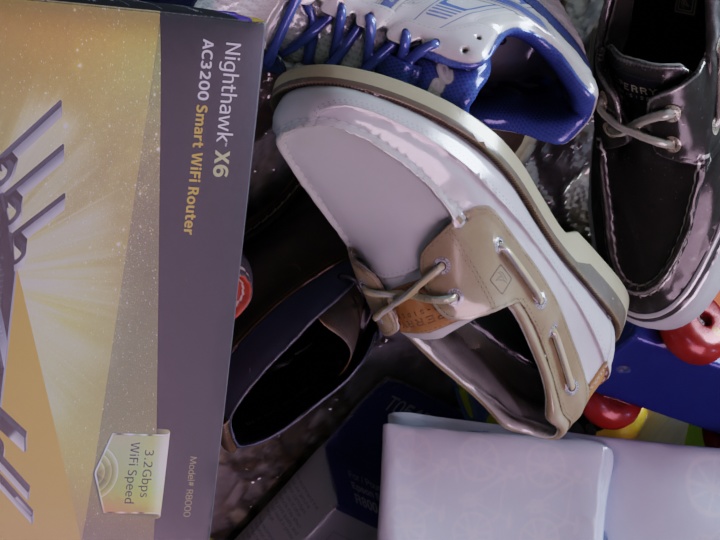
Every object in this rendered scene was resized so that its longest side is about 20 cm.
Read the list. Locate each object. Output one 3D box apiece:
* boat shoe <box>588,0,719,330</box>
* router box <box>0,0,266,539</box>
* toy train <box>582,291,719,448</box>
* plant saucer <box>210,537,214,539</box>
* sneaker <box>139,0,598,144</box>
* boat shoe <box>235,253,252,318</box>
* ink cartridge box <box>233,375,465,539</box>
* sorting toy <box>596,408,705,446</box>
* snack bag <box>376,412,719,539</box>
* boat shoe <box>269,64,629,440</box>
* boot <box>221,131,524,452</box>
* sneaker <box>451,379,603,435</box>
[{"bbox_3d":[0.122,-0.075,1.240,0.064,0.070,0.201,-4,100,-59],"label":"boat shoe"},{"bbox_3d":[-0.125,-0.002,1.101,0.156,0.052,0.201,3,98,-24],"label":"router box"},{"bbox_3d":[0.126,0.004,1.334,0.199,0.116,0.085,19,144,-23],"label":"toy train"},{"bbox_3d":[-0.187,0.150,1.270,0.199,0.049,0.200,4,144,-38],"label":"plant saucer"},{"bbox_3d":[0.011,-0.096,1.185,0.199,0.088,0.076,3,127,-33],"label":"sneaker"},{"bbox_3d":[-0.124,0.046,1.173,0.199,0.063,0.071,-27,137,-17],"label":"boat shoe"},{"bbox_3d":[0.014,0.162,1.451,0.200,0.041,0.199,-49,136,14],"label":"ink cartridge box"},{"bbox_3d":[0.178,0.146,1.409,0.106,0.180,0.201,5,107,-27],"label":"sorting toy"},{"bbox_3d":[0.101,0.162,1.301,0.199,0.190,0.021,6,163,-5],"label":"snack bag"},{"bbox_3d":[0.035,-0.005,1.187,0.074,0.069,0.200,-13,140,44],"label":"boat shoe"},{"bbox_3d":[0.000,0.000,1.255,0.199,0.097,0.075,-32,138,-4],"label":"boot"},{"bbox_3d":[0.089,0.080,1.389,0.082,0.071,0.201,-23,122,-29],"label":"sneaker"}]
